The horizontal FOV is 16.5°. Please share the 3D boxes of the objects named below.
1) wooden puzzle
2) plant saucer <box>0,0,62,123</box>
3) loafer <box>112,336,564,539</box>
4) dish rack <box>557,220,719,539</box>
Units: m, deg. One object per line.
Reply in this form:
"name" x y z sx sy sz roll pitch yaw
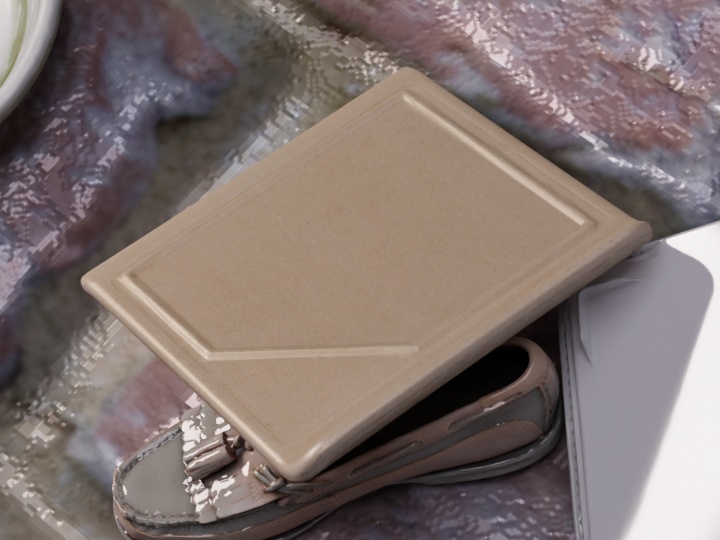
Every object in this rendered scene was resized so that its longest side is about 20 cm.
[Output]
"wooden puzzle" 0.000 0.000 1.061 0.185 0.037 0.200 -34 38 -17
"plant saucer" -0.235 -0.115 1.183 0.199 0.050 0.201 -3 62 6
"loafer" -0.013 0.066 1.051 0.199 0.063 0.072 -14 61 0
"dish rack" 0.152 0.065 0.997 0.171 0.044 0.201 -19 60 30
